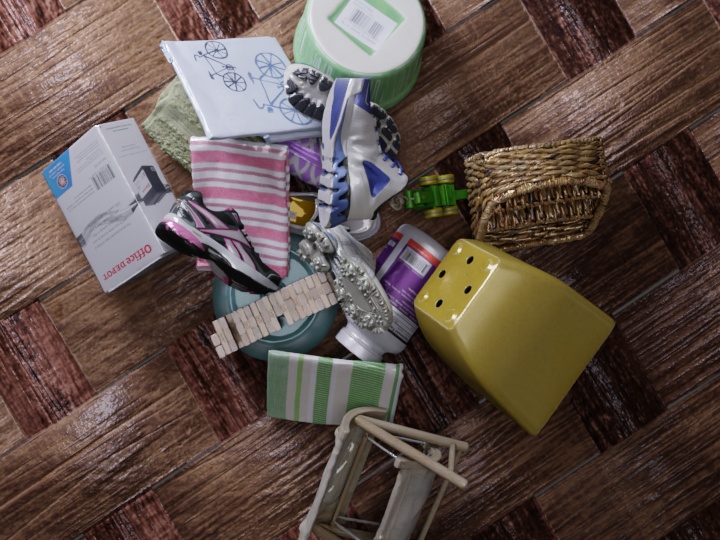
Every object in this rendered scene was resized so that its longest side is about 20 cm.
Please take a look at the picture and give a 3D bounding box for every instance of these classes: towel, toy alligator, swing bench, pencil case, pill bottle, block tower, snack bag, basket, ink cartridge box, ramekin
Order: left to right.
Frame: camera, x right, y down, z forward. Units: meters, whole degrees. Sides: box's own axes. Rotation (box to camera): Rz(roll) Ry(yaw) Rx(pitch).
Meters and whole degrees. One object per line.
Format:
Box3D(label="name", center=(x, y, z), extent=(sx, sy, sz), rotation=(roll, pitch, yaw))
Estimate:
Box3D(label="ink cartridge box", center=(-0.348, -0.092, 1.291), extent=(0.144, 0.083, 0.203), rotation=(-27, 91, 32))
Box3D(label="towel", center=(-0.214, -0.185, 1.298), extent=(0.199, 0.148, 0.037), rotation=(39, 44, -12))
Box3D(label="towel", center=(-0.172, -0.089, 1.282), extent=(0.143, 0.030, 0.204), rotation=(5, 115, 5))
Box3D(label="snack bag", center=(-0.162, -0.252, 1.249), extent=(0.197, 0.022, 0.191), rotation=(-13, 62, -36))
Box3D(label="block tower", center=(-0.125, 0.060, 1.308), extent=(0.197, 0.058, 0.055), rotation=(-26, 92, -3))
Box3D(label="pencil case", center=(-0.105, -0.190, 1.329), extent=(0.197, 0.085, 0.085), rotation=(26, 88, -3))
Box3D(label="towel", center=(-0.040, 0.178, 1.319), extent=(0.195, 0.024, 0.155), rotation=(7, 134, -2))
Box3D(label="ramekin", center=(0.003, -0.341, 1.300), extent=(0.195, 0.098, 0.205), rotation=(2, 75, -8))
Box3D(label="swing bench", center=(0.032, 0.324, 1.294), extent=(0.196, 0.130, 0.203), rotation=(22, 107, 1))
Box3D(label="pill bottle", center=(0.051, 0.040, 1.322), extent=(0.112, 0.112, 0.202), rotation=(36, 90, -2))
Box3D(label="toy alligator", center=(0.090, -0.106, 1.316), extent=(0.054, 0.198, 0.061), rotation=(-8, 91, 42))
Box3D(label="basket", center=(0.264, -0.107, 1.306), extent=(0.195, 0.143, 0.153), rotation=(-7, 91, -9))

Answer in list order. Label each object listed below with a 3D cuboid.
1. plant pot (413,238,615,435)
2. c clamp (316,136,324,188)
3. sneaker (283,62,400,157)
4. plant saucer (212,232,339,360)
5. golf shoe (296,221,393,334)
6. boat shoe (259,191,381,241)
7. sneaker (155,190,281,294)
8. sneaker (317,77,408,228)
Box3D(label="plant pot", center=(0.191, 0.068, 1.250), extent=(0.199, 0.195, 0.196), rotation=(38, 89, -31))
Box3D(label="c clamp", center=(-0.034, -0.177, 1.289), extent=(0.167, 0.027, 0.203), rotation=(-1, 56, -27))
Box3D(label="sneaker", center=(-0.023, -0.226, 1.250), extent=(0.199, 0.080, 0.078), rotation=(37, 105, -21))
Box3D(label="plant saucer", center=(-0.129, 0.037, 1.353), extent=(0.195, 0.036, 0.205), rotation=(0, 90, -2))
Box3D(label="golf shoe", center=(0.000, 0.000, 1.254), extent=(0.201, 0.096, 0.079), rotation=(52, 133, 27))
Box3D(label="boat shoe", center=(-0.062, -0.083, 1.333), extent=(0.195, 0.070, 0.073), rotation=(11, 88, -9))
Box3D(label="sneaker", center=(-0.183, -0.041, 1.250), extent=(0.199, 0.079, 0.088), rotation=(38, 65, -32))
Box3D(label="sneaker", center=(0.008, -0.156, 1.201), extent=(0.113, 0.080, 0.204), rotation=(1, 105, -21))
